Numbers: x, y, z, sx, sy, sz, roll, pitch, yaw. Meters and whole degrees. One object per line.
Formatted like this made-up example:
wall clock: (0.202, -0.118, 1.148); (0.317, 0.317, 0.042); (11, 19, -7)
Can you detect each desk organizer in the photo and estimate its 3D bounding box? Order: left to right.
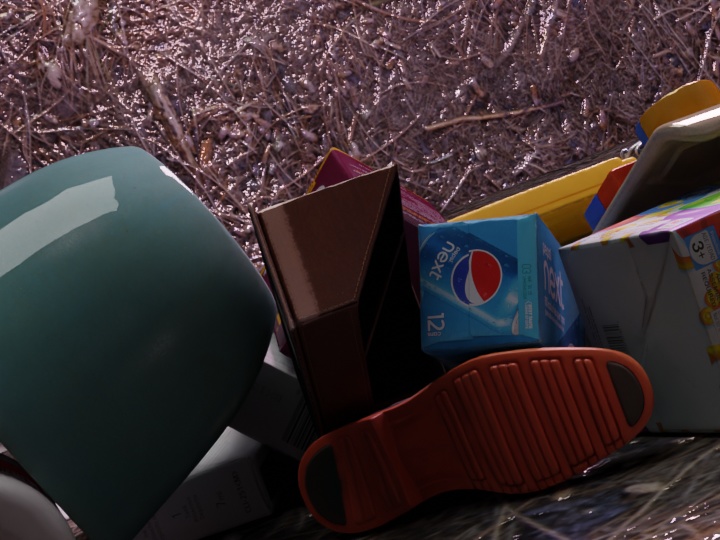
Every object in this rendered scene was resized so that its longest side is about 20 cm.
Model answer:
desk organizer: (0.000, 0.031, 0.849); (0.076, 0.072, 0.200); (-19, -27, -4)

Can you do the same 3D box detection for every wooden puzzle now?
wooden puzzle: (0.216, -0.072, 0.945); (0.184, 0.047, 0.200); (-20, -18, -21)

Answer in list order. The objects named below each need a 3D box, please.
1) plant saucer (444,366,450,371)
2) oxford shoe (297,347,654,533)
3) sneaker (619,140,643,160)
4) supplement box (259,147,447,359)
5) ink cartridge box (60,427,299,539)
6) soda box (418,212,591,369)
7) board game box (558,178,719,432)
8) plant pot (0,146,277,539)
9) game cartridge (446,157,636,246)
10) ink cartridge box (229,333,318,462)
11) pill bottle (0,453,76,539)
plant saucer: (0.107, 0.029, 1.098); (0.199, 0.031, 0.200); (-25, 1, 1)
oxford shoe: (0.063, 0.079, 0.829); (0.199, 0.072, 0.072); (-18, 0, 29)
sneaker: (0.235, -0.076, 1.268); (0.076, 0.086, 0.200); (-3, -29, -15)
supplement box: (0.000, 0.000, 1.046); (0.111, 0.085, 0.200); (-60, 12, 8)
ink cartridge box: (-0.129, 0.144, 1.063); (0.172, 0.044, 0.200); (-20, 5, 8)
soda box: (0.086, 0.025, 0.889); (0.064, 0.069, 0.200); (-5, -13, 16)
board game box: (0.223, -0.001, 0.837); (0.199, 0.106, 0.103); (-23, 5, -26)
plant pot: (-0.143, 0.030, 0.883); (0.161, 0.201, 0.200); (-42, 9, -12)
game cartridge: (0.120, -0.002, 1.218); (0.175, 0.033, 0.200); (-21, -22, -16)
ink cartridge box: (-0.040, 0.077, 1.051); (0.051, 0.108, 0.200); (-63, 1, 5)
pill bottle: (-0.209, 0.153, 0.850); (0.111, 0.113, 0.200); (-21, 4, -14)
